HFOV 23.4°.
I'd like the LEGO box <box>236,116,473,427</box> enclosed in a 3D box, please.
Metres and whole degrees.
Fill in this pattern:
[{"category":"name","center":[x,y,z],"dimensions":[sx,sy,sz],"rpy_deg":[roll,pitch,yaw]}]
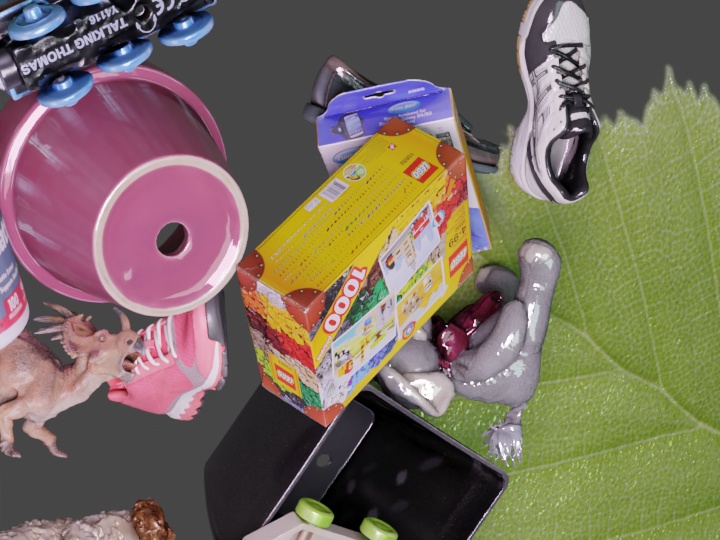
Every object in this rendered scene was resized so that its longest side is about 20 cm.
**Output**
[{"category":"LEGO box","center":[0.000,0.000,1.401],"dimensions":[0.200,0.077,0.150],"rpy_deg":[-45,148,-27]}]

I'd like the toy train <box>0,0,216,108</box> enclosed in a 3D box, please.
[{"category":"toy train","center":[-0.202,-0.199,1.332],"dimensions":[0.199,0.114,0.087],"rpy_deg":[-29,124,-15]}]

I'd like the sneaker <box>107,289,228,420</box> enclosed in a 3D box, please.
[{"category":"sneaker","center":[-0.163,0.074,1.440],"dimensions":[0.086,0.075,0.200],"rpy_deg":[3,153,-18]}]

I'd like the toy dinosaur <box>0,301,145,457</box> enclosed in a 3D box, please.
[{"category":"toy dinosaur","center":[-0.283,0.076,1.420],"dimensions":[0.198,0.086,0.137],"rpy_deg":[17,90,-9]}]

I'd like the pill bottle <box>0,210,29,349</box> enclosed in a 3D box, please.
[{"category":"pill bottle","center":[-0.332,-0.037,1.322],"dimensions":[0.119,0.119,0.202],"rpy_deg":[-21,119,-20]}]

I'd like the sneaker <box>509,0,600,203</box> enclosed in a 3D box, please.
[{"category":"sneaker","center":[0.190,-0.158,1.580],"dimensions":[0.075,0.088,0.202],"rpy_deg":[-9,112,-23]}]

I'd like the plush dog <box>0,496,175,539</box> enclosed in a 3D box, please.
[{"category":"plush dog","center":[-0.248,0.264,1.502],"dimensions":[0.171,0.161,0.201],"rpy_deg":[-6,142,-41]}]

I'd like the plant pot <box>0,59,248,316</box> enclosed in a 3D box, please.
[{"category":"plant pot","center":[-0.179,-0.055,1.364],"dimensions":[0.198,0.179,0.202],"rpy_deg":[-10,114,-25]}]

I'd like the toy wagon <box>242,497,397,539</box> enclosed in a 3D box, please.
[{"category":"toy wagon","center":[-0.061,0.262,1.430],"dimensions":[0.199,0.040,0.156],"rpy_deg":[22,98,-33]}]

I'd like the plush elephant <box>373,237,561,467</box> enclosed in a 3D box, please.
[{"category":"plush elephant","center":[0.078,0.068,1.564],"dimensions":[0.153,0.165,0.203],"rpy_deg":[7,85,-12]}]

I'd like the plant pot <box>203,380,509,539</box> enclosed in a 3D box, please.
[{"category":"plant pot","center":[-0.026,0.187,1.547],"dimensions":[0.199,0.177,0.201],"rpy_deg":[34,93,-34]}]

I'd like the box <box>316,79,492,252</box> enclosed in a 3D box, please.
[{"category":"box","center":[0.037,-0.080,1.491],"dimensions":[0.118,0.042,0.201],"rpy_deg":[-12,142,9]}]

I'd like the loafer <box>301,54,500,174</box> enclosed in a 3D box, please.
[{"category":"loafer","center":[0.046,-0.134,1.523],"dimensions":[0.198,0.072,0.064],"rpy_deg":[13,97,-30]}]
